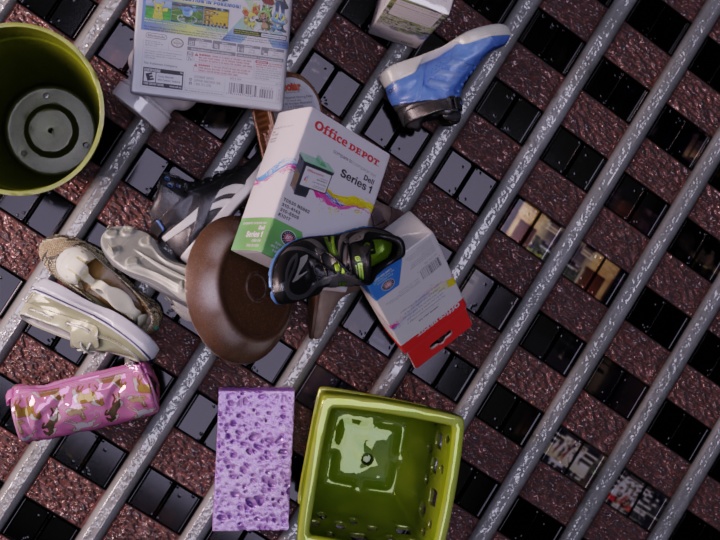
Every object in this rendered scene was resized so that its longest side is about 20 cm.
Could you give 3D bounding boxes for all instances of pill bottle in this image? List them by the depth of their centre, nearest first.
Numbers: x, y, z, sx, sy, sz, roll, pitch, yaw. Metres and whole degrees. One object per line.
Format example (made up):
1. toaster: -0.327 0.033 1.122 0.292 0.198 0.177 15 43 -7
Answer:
1. pill bottle: -0.243 -0.292 1.188 0.108 0.109 0.201 37 86 -7

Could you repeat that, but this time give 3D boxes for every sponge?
1. sponge: -0.153 0.269 1.253 0.110 0.030 0.203 3 91 -8

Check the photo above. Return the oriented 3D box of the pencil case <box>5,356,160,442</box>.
1. pencil case: -0.375 0.176 1.193 0.197 0.083 0.088 -14 86 -7

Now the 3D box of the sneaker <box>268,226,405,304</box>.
1. sneaker: -0.028 -0.012 1.074 0.198 0.082 0.072 -20 105 -33

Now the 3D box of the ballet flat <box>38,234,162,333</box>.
1. ballet flat: -0.355 0.017 1.195 0.199 0.075 0.068 39 84 -7

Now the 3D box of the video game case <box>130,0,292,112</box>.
1. video game case: -0.190 -0.309 1.132 0.197 0.022 0.185 5 94 -13

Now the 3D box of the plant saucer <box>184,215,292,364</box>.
1. plant saucer: -0.151 0.024 1.180 0.199 0.036 0.203 11 75 -51

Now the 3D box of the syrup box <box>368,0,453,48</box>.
1. syrup box: 0.072 -0.370 1.186 0.078 0.200 0.082 17 90 -9

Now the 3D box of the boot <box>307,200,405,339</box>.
1. boot: 0.000 0.000 1.255 0.144 0.070 0.203 2 99 -17

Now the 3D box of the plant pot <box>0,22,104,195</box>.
1. plant pot: -0.415 -0.193 1.123 0.198 0.193 0.203 0 92 -8

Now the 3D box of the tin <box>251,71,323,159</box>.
1. tin: -0.089 -0.176 1.220 0.111 0.042 0.203 -17 96 -52

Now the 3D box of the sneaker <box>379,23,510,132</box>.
1. sneaker: 0.137 -0.270 1.258 0.198 0.077 0.112 -23 88 -3

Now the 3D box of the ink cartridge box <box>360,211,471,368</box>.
1. ink cartridge box: 0.073 0.032 1.234 0.116 0.067 0.201 -36 132 -8

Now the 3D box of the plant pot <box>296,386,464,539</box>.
1. plant pot: 0.015 0.267 1.202 0.196 0.181 0.203 11 89 -9

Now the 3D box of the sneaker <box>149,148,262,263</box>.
1. sneaker: -0.215 -0.118 1.214 0.112 0.073 0.200 41 86 -7

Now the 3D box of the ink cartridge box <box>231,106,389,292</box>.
1. ink cartridge box: -0.062 -0.092 1.148 0.144 0.084 0.202 26 76 -34

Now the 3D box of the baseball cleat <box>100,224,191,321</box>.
1. baseball cleat: -0.276 0.014 1.210 0.199 0.107 0.070 30 57 20

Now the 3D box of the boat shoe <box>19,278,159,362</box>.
1. boat shoe: -0.366 0.081 1.180 0.198 0.072 0.062 24 65 13
